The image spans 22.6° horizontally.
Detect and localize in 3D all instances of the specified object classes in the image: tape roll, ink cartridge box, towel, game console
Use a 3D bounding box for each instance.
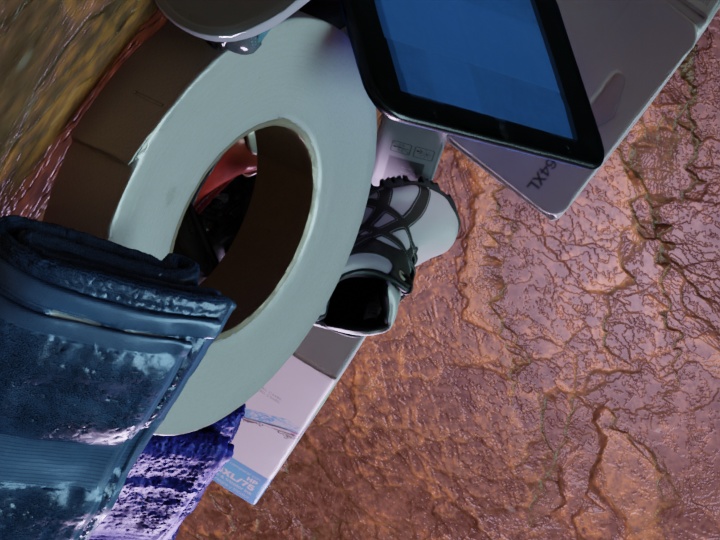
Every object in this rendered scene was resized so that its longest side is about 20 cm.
[{"bbox_3d":[-0.065,-0.023,0.806,0.203,0.037,0.203,-40,144,-38],"label":"tape roll"},{"bbox_3d":[0.142,-0.128,1.076,0.146,0.084,0.200,-54,175,21],"label":"ink cartridge box"},{"bbox_3d":[-0.142,0.071,0.720,0.200,0.111,0.049,-56,-140,26],"label":"towel"},{"bbox_3d":[0.052,-0.158,1.067,0.200,0.043,0.174,107,0,-62],"label":"ink cartridge box"},{"bbox_3d":[-0.156,0.130,0.989,0.200,0.147,0.050,-59,-140,46],"label":"towel"},{"bbox_3d":[0.075,-0.160,0.860,0.200,0.118,0.171,7,120,-52],"label":"game console"},{"bbox_3d":[-0.086,0.064,1.532,0.147,0.146,0.200,-56,178,-44],"label":"ink cartridge box"}]

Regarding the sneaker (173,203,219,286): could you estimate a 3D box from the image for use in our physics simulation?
[{"bbox_3d":[-0.114,0.021,0.946,0.091,0.076,0.200,-23,157,-6],"label":"sneaker"}]

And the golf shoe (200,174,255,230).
[{"bbox_3d":[-0.057,-0.048,1.136,0.200,0.078,0.095,-55,178,-30],"label":"golf shoe"}]

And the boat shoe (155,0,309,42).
[{"bbox_3d":[-0.003,-0.165,0.644,0.200,0.071,0.091,-59,175,1],"label":"boat shoe"}]

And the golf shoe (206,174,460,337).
[{"bbox_3d":[0.000,0.000,1.026,0.200,0.095,0.078,-7,147,-50],"label":"golf shoe"}]

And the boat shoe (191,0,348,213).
[{"bbox_3d":[-0.049,-0.091,1.002,0.200,0.063,0.071,-54,180,-26],"label":"boat shoe"}]

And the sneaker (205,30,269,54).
[{"bbox_3d":[0.011,-0.162,0.728,0.200,0.095,0.079,-56,177,-12],"label":"sneaker"}]
